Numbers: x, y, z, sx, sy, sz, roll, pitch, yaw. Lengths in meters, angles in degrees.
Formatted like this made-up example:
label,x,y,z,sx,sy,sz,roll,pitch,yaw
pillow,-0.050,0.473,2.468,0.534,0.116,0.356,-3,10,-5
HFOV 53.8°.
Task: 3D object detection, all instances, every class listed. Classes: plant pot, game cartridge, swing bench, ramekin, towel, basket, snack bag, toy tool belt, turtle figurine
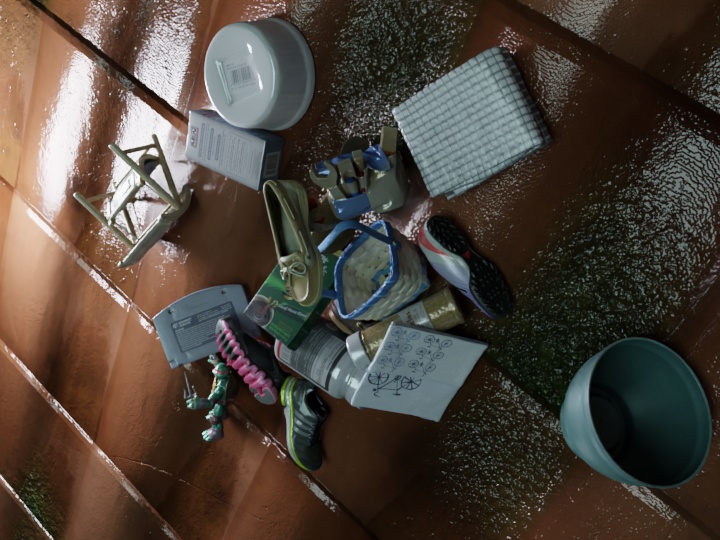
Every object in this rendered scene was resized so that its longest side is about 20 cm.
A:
label,x,y,z,sx,sy,sz,roll,pitch,yaw
plant pot,0.370,0.209,1.010,0.201,0.199,0.134,58,153,7
game cartridge,-0.321,0.108,1.477,0.198,0.041,0.134,-20,96,-3
swing bench,-0.477,-0.147,1.524,0.199,0.130,0.201,-36,87,36
ramekin,-0.188,-0.351,1.278,0.199,0.097,0.202,11,110,32
towel,0.169,-0.218,1.079,0.199,0.085,0.167,-27,89,35
basket,0.000,0.000,1.183,0.176,0.199,0.140,-39,49,35
snack bag,0.094,0.179,1.201,0.021,0.187,0.201,-106,36,-51
toy tool belt,-0.022,-0.154,1.151,0.198,0.125,0.124,-17,118,-2
turtle figurine,-0.313,0.260,1.529,0.100,0.150,0.202,12,119,13

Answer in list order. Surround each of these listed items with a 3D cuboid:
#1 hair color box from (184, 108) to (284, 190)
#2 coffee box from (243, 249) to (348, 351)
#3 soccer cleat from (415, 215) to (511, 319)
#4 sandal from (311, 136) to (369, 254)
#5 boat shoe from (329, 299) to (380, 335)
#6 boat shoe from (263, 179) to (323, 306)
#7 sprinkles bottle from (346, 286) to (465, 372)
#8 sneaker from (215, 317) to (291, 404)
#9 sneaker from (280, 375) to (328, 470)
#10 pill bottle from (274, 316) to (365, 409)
label,x,y,z,sx,sy,sz,roll,pitch,yaw
hair color box,-0.246,-0.237,1.375,0.199,0.060,0.100,25,116,26
coffee box,-0.111,0.031,1.302,0.123,0.044,0.201,34,84,26
soccer cleat,0.168,0.002,1.162,0.200,0.068,0.073,50,149,8
sandal,-0.027,-0.129,1.258,0.077,0.070,0.213,17,94,2
boat shoe,0.024,0.106,1.279,0.200,0.070,0.071,39,123,20
boat shoe,-0.109,-0.042,1.107,0.073,0.063,0.203,-10,88,41
sprinkles bottle,0.075,0.100,1.195,0.199,0.068,0.069,-28,87,10
sneaker,-0.214,0.171,1.448,0.201,0.095,0.079,55,143,-4
sneaker,-0.104,0.310,1.429,0.080,0.074,0.202,-5,102,32
pill bottle,-0.052,0.165,1.322,0.199,0.114,0.115,29,118,25
